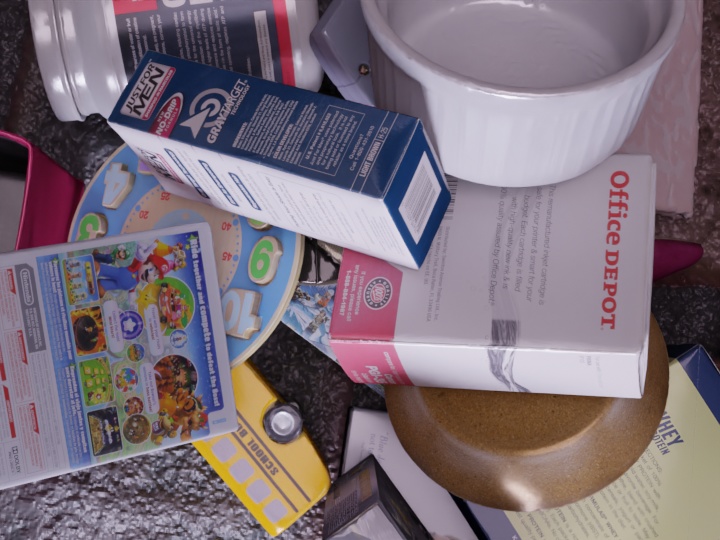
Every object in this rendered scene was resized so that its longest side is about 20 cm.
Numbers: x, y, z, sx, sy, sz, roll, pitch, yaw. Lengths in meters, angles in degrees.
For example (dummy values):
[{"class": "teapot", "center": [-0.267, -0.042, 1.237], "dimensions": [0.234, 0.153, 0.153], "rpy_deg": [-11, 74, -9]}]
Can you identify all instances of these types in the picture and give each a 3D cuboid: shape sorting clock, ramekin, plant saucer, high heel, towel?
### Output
[{"class": "shape sorting clock", "center": [-0.131, -0.016, 0.840], "dimensions": [0.199, 0.039, 0.201], "rpy_deg": [-4, 81, 25]}, {"class": "ramekin", "center": [0.098, -0.148, 0.753], "dimensions": [0.200, 0.098, 0.201], "rpy_deg": [1, 53, -1]}, {"class": "plant saucer", "center": [0.111, 0.064, 0.811], "dimensions": [0.200, 0.035, 0.201], "rpy_deg": [-6, 61, 11]}, {"class": "high heel", "center": [0.175, 0.031, 0.923], "dimensions": [0.199, 0.067, 0.096], "rpy_deg": [-11, 81, 9]}, {"class": "towel", "center": [0.200, -0.148, 0.904], "dimensions": [0.191, 0.032, 0.201], "rpy_deg": [6, 87, -40]}]

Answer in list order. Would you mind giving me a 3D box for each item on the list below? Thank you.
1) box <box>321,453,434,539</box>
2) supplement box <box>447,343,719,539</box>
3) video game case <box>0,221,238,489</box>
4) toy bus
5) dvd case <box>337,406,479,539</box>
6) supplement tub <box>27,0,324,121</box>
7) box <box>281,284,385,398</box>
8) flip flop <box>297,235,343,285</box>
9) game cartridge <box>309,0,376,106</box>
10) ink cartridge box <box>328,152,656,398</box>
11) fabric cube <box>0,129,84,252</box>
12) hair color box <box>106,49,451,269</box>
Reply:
[{"class": "box", "center": [0.038, 0.218, 0.820], "dimensions": [0.048, 0.200, 0.159], "rpy_deg": [-35, 89, -1]}, {"class": "supplement box", "center": [0.201, 0.187, 0.864], "dimensions": [0.200, 0.134, 0.200], "rpy_deg": [-33, 89, -4]}, {"class": "video game case", "center": [-0.180, 0.054, 0.743], "dimensions": [0.200, 0.018, 0.144], "rpy_deg": [-10, 96, -28]}, {"class": "toy bus", "center": [-0.102, 0.100, 0.901], "dimensions": [0.078, 0.065, 0.200], "rpy_deg": [-40, 91, -3]}, {"class": "dvd case", "center": [0.078, 0.193, 0.933], "dimensions": [0.199, 0.018, 0.143], "rpy_deg": [9, 86, -4]}, {"class": "supplement tub", "center": [-0.133, -0.185, 0.872], "dimensions": [0.199, 0.140, 0.141], "rpy_deg": [-9, 88, -5]}, {"class": "box", "center": [0.000, 0.000, 0.903], "dimensions": [0.200, 0.040, 0.137], "rpy_deg": [36, 86, 12]}, {"class": "flip flop", "center": [-0.085, -0.033, 0.875], "dimensions": [0.199, 0.058, 0.081], "rpy_deg": [5, 84, 25]}, {"class": "game cartridge", "center": [0.061, -0.145, 0.858], "dimensions": [0.200, 0.040, 0.134], "rpy_deg": [39, 72, -23]}, {"class": "ink cartridge box", "center": [0.092, 0.002, 0.779], "dimensions": [0.199, 0.083, 0.147], "rpy_deg": [2, 63, 15]}, {"class": "fabric cube", "center": [-0.318, 0.001, 0.822], "dimensions": [0.196, 0.199, 0.201], "rpy_deg": [9, 87, -3]}, {"class": "hair color box", "center": [-0.050, -0.072, 0.749], "dimensions": [0.200, 0.100, 0.061], "rpy_deg": [17, 71, 23]}]
